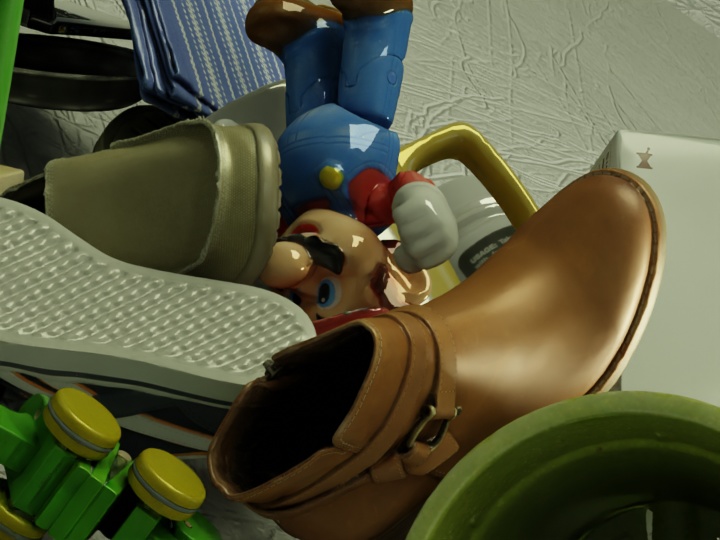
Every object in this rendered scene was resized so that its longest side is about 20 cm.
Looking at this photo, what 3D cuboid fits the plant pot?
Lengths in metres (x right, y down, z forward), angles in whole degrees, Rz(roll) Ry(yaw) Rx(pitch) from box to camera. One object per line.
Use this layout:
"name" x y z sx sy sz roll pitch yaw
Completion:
"plant pot" 0.124 0.156 1.149 0.200 0.200 0.190 41 4 12

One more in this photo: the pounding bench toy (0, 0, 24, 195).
"pounding bench toy" -0.204 -0.134 1.239 0.200 0.156 0.124 38 15 -1

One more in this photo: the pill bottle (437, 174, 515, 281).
"pill bottle" 0.101 0.040 1.508 0.114 0.114 0.200 23 22 -42

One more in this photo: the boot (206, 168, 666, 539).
"boot" 0.030 0.028 1.082 0.077 0.200 0.155 50 12 26

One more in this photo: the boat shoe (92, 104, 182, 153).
"boat shoe" -0.092 -0.043 1.397 0.075 0.069 0.200 40 20 10

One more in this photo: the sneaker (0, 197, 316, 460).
"sneaker" -0.119 0.033 1.124 0.199 0.080 0.079 19 49 5

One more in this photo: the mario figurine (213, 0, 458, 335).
"mario figurine" -0.019 -0.037 1.175 0.105 0.124 0.202 2 68 -13

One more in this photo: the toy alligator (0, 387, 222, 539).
"toy alligator" -0.080 0.100 1.034 0.199 0.059 0.054 37 15 -6

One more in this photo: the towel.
"towel" -0.073 -0.110 1.374 0.200 0.024 0.146 38 29 -58

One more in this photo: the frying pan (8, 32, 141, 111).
"frying pan" -0.189 -0.108 1.357 0.189 0.031 0.115 10 13 14

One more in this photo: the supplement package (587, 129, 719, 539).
"supplement package" 0.189 0.043 1.311 0.190 0.148 0.200 5 -20 -8

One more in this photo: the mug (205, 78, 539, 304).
"mug" -0.006 0.001 1.286 0.154 0.186 0.149 54 3 22

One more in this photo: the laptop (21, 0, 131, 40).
"laptop" -0.210 -0.201 1.386 0.186 0.117 0.200 21 9 19

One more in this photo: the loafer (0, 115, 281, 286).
"loafer" -0.103 -0.018 1.174 0.068 0.200 0.076 5 75 -34
